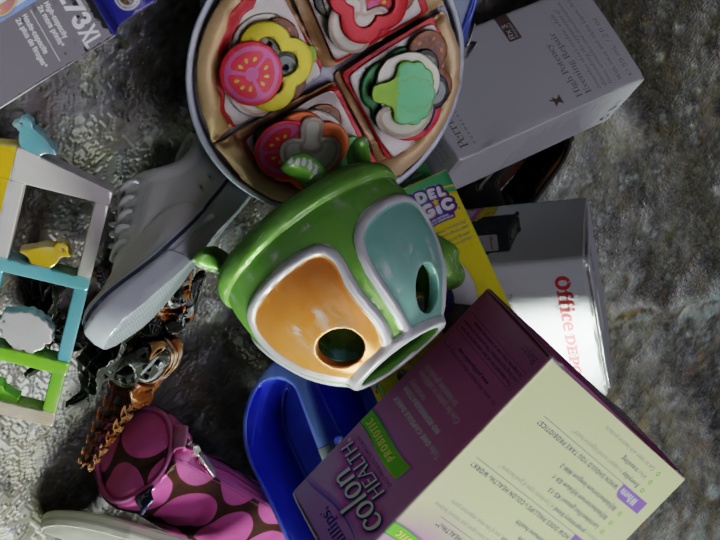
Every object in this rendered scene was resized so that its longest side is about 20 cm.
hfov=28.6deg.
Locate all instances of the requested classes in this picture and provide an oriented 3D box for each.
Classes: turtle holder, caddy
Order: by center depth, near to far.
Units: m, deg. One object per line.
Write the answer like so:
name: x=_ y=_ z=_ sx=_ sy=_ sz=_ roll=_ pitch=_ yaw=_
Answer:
turtle holder: x=-0.009 y=0.007 z=0.931 sx=0.141 sy=0.132 sz=0.185 roll=-40 pitch=168 yaw=3
caddy: x=-0.005 y=0.149 z=1.092 sx=0.141 sy=0.105 sz=0.201 roll=-26 pitch=90 yaw=16

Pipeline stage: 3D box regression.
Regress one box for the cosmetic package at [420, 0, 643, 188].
cosmetic package: x=0.116 y=-0.144 z=1.125 sx=0.199 sy=0.102 sz=0.074 roll=-26 pitch=166 yaw=-29

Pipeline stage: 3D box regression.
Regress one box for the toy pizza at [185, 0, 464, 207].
toy pizza: x=-0.018 y=-0.132 z=0.949 sx=0.199 sy=0.032 sz=0.202 roll=-8 pitch=114 yaw=-18

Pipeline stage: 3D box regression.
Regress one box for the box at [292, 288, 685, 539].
box: x=0.090 y=0.149 z=0.977 sx=0.200 sy=0.097 sz=0.176 roll=-47 pitch=126 yaw=5

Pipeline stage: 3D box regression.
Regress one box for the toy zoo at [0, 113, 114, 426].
toy zoo: x=-0.241 y=-0.006 z=0.923 sx=0.130 sy=0.020 sz=0.201 roll=14 pitch=105 yaw=-9

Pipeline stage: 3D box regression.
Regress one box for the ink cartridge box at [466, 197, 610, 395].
ink cartridge box: x=0.097 y=0.030 z=1.143 sx=0.083 sy=0.198 sz=0.146 roll=-76 pitch=157 yaw=-50

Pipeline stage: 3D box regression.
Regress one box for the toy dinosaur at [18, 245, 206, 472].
toy dinosaur: x=-0.164 y=0.049 z=1.018 sx=0.135 sy=0.102 sz=0.202 roll=2 pitch=90 yaw=-57

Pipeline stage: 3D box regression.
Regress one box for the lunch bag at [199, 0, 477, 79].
lunch bag: x=-0.005 y=-0.202 z=0.989 sx=0.199 sy=0.075 sz=0.161 roll=17 pitch=92 yaw=-25

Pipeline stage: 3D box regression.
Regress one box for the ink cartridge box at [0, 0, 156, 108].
ink cartridge box: x=-0.224 y=-0.159 z=0.878 sx=0.200 sy=0.037 sz=0.095 roll=-38 pitch=113 yaw=-21

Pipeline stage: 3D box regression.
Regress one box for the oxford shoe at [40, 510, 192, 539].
oxford shoe: x=-0.150 y=0.226 z=1.061 sx=0.075 sy=0.199 sz=0.058 roll=94 pitch=14 yaw=-76

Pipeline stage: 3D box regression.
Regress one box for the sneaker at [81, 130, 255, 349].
sneaker: x=-0.140 y=-0.024 z=0.944 sx=0.073 sy=0.071 sz=0.200 roll=-50 pitch=-176 yaw=39

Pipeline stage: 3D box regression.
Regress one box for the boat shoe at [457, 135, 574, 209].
boat shoe: x=0.108 y=-0.049 z=1.204 sx=0.072 sy=0.068 sz=0.201 roll=30 pitch=94 yaw=-47

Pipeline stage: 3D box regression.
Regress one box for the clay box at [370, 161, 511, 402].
clay box: x=0.040 y=0.016 z=1.037 sx=0.114 sy=0.048 sz=0.201 roll=-24 pitch=86 yaw=-10

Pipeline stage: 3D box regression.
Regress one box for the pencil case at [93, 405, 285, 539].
pencil case: x=-0.116 y=0.177 z=1.114 sx=0.093 sy=0.091 sz=0.200 roll=-28 pitch=142 yaw=20
